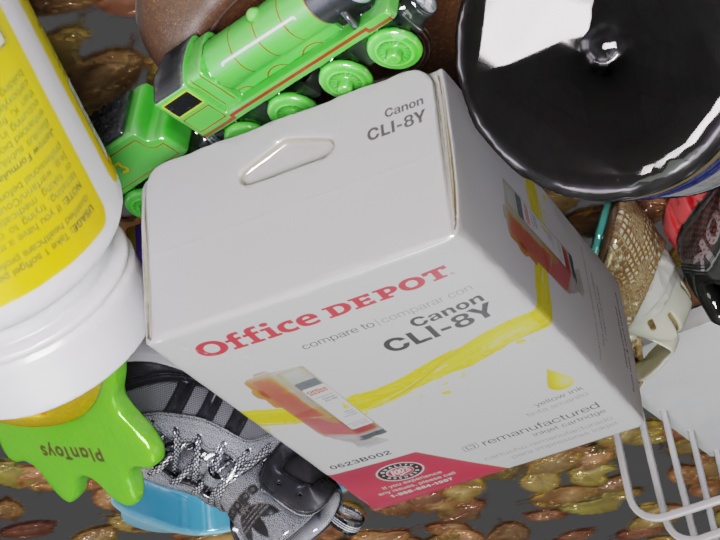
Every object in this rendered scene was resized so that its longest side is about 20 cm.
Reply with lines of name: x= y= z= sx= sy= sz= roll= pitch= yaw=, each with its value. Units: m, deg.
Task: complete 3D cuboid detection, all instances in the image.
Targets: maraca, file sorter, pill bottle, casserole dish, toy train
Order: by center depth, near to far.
pill bottle: x=-0.162 y=-0.045 z=0.734 sx=0.114 sy=0.114 sz=0.200 roll=-15 pitch=124 yaw=13
pill bottle: x=0.117 y=-0.084 z=0.751 sx=0.112 sy=0.112 sz=0.200 roll=-19 pitch=177 yaw=19
toy train: x=-0.050 y=-0.077 z=0.784 sx=0.056 sy=0.042 sz=0.200 roll=32 pitch=139 yaw=-30
maraca: x=-0.159 y=0.025 z=0.891 sx=0.137 sy=0.107 sz=0.200 roll=-1 pitch=118 yaw=44
file sorter: x=0.255 y=0.112 z=1.181 sx=0.139 sy=0.125 sz=0.200 roll=-23 pitch=147 yaw=24
casserole dish: x=-0.069 y=0.119 z=1.203 sx=0.200 sy=0.039 sz=0.121 roll=-23 pitch=148 yaw=27

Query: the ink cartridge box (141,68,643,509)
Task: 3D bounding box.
ink cartridge box: x=0.017 y=0.017 z=0.812 sx=0.145 sy=0.084 sz=0.200 roll=-20 pitch=145 yaw=21

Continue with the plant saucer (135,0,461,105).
plant saucer: x=0.003 y=-0.106 z=0.821 sx=0.200 sy=0.035 sz=0.200 roll=-6 pitch=152 yaw=-3

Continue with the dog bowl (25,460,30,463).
dog bowl: x=-0.167 y=0.058 z=1.058 sx=0.111 sy=0.050 sz=0.200 roll=-20 pitch=148 yaw=21

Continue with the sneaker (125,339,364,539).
sneaker: x=-0.081 y=0.102 z=1.001 sx=0.200 sy=0.114 sz=0.076 roll=7 pitch=130 yaw=-42

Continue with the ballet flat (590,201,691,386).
ballet flat: x=0.149 y=0.020 z=1.041 sx=0.065 sy=0.071 sz=0.200 roll=22 pitch=160 yaw=8

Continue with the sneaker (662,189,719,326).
sneaker: x=0.211 y=-0.038 z=0.929 sx=0.071 sy=0.098 sz=0.201 roll=2 pitch=149 yaw=-13

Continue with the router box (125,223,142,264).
router box: x=0.000 y=0.000 z=0.955 sx=0.157 sy=0.052 sz=0.200 roll=-19 pitch=161 yaw=19
